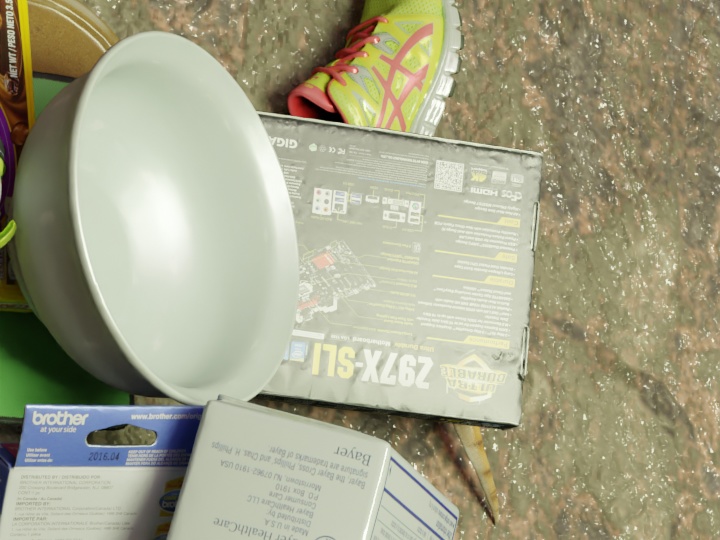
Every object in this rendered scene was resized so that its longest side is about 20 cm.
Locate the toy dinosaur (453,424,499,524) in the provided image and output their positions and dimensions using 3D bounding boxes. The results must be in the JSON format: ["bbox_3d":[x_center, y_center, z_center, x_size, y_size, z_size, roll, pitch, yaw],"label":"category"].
[{"bbox_3d":[0.055,0.043,1.620,0.106,0.060,0.202,11,69,-36],"label":"toy dinosaur"}]

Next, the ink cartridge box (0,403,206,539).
[{"bbox_3d":[-0.144,0.157,1.378,0.119,0.042,0.201,2,109,-33],"label":"ink cartridge box"}]

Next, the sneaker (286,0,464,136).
[{"bbox_3d":[0.001,-0.107,1.616,0.090,0.078,0.201,23,63,-27],"label":"sneaker"}]

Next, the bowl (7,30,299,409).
[{"bbox_3d":[-0.123,-0.019,1.423,0.201,0.090,0.203,29,55,-52],"label":"bowl"}]

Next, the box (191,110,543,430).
[{"bbox_3d":[0.000,0.000,1.539,0.198,0.049,0.161,7,83,-13],"label":"box"}]

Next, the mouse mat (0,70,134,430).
[{"bbox_3d":[-0.194,-0.015,1.449,0.160,0.008,0.202,6,71,-36],"label":"mouse mat"}]

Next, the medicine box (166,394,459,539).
[{"bbox_3d":[-0.037,0.188,1.391,0.182,0.102,0.201,50,55,-70],"label":"medicine box"}]

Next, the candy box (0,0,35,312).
[{"bbox_3d":[-0.220,-0.080,1.429,0.102,0.026,0.202,4,74,-34],"label":"candy box"}]

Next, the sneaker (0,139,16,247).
[{"bbox_3d":[-0.271,-0.037,1.343,0.198,0.072,0.083,0,77,-1],"label":"sneaker"}]

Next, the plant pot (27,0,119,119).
[{"bbox_3d":[-0.189,-0.077,1.494,0.199,0.027,0.202,12,69,-33],"label":"plant pot"}]
